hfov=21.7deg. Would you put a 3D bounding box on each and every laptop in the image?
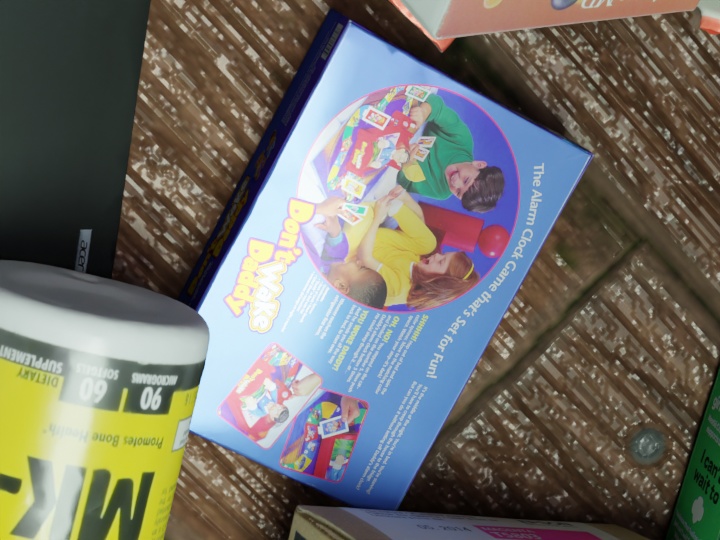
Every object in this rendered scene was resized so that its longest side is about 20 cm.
[{"bbox_3d":[-0.209,-0.083,0.830,0.198,0.103,0.179,12,102,12],"label":"laptop"}]

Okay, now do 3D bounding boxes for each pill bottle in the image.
[{"bbox_3d":[-0.140,0.105,0.809,0.113,0.114,0.202,12,97,-15],"label":"pill bottle"}]

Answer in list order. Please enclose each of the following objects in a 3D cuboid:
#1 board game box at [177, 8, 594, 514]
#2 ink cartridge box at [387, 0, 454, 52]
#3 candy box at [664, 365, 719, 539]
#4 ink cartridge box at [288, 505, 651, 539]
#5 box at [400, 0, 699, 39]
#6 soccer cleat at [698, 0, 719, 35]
[{"bbox_3d":[0.000,0.000,0.877,0.134,0.045,0.201,27,98,-17],"label":"board game box"},{"bbox_3d":[0.004,-0.197,0.823,0.200,0.050,0.109,41,93,-17],"label":"ink cartridge box"},{"bbox_3d":[0.240,0.159,0.954,0.168,0.077,0.201,12,100,-14],"label":"candy box"},{"bbox_3d":[0.050,0.203,0.890,0.199,0.075,0.166,9,98,-32],"label":"ink cartridge box"},{"bbox_3d":[0.091,-0.203,0.719,0.151,0.107,0.201,-12,142,-36],"label":"box"},{"bbox_3d":[0.217,-0.134,0.869,0.199,0.069,0.078,15,90,-34],"label":"soccer cleat"}]
